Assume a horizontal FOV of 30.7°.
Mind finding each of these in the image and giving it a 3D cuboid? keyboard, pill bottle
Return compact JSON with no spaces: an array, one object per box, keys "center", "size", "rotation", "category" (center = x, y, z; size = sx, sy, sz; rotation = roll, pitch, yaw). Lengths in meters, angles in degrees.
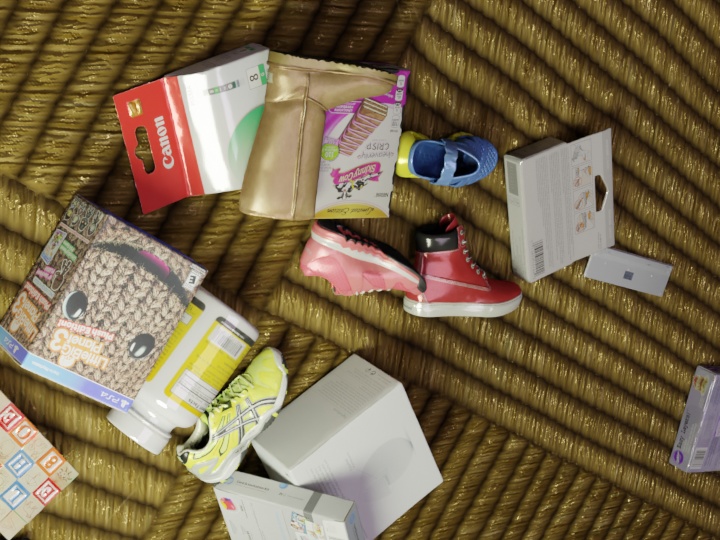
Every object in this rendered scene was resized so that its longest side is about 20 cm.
[{"center":[0.440,0.001,2.146],"size":[0.199,0.011,0.057],"rotation":[13,105,-38],"category":"keyboard"},{"center":[-0.226,0.125,1.644],"size":[0.200,0.111,0.111],"rotation":[-53,129,-7],"category":"pill bottle"}]

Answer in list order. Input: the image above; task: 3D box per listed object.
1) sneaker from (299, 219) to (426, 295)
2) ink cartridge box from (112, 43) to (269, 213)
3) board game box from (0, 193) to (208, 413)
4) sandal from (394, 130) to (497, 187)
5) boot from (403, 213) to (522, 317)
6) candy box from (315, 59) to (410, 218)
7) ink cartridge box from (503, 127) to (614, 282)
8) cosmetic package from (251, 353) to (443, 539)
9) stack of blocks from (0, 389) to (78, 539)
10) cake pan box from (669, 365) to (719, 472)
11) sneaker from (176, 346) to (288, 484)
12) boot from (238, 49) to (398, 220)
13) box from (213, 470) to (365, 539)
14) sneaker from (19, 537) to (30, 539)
[{"center":[0.000,0.000,1.795],"size":[0.199,0.074,0.087],"rotation":[25,104,-30],"category":"sneaker"},{"center":[-0.187,-0.169,1.601],"size":[0.199,0.050,0.162],"rotation":[-26,121,-28],"category":"ink cartridge box"},{"center":[-0.308,0.040,1.560],"size":[0.159,0.097,0.201],"rotation":[31,88,-39],"category":"board game box"},{"center":[0.132,-0.147,1.803],"size":[0.199,0.087,0.080],"rotation":[-9,112,-49],"category":"sandal"},{"center":[0.160,-0.010,1.901],"size":[0.199,0.072,0.145],"rotation":[0,106,-32],"category":"boot"},{"center":[-0.017,-0.171,1.713],"size":[0.136,0.061,0.201],"rotation":[-4,110,-35],"category":"candy box"},{"center":[0.302,-0.104,1.981],"size":[0.175,0.045,0.201],"rotation":[-22,119,-27],"category":"ink cartridge box"},{"center":[-0.019,0.265,1.840],"size":[0.200,0.123,0.200],"rotation":[-37,125,-21],"category":"cosmetic package"},{"center":[-0.442,0.210,1.554],"size":[0.115,0.058,0.200],"rotation":[-43,127,-15],"category":"stack of blocks"},{"center":[0.659,0.273,2.383],"size":[0.183,0.052,0.201],"rotation":[3,105,-35],"category":"cake pan box"},{"center":[-0.166,0.188,1.735],"size":[0.076,0.075,0.201],"rotation":[34,85,-40],"category":"sneaker"},{"center":[-0.053,-0.162,1.621],"size":[0.174,0.066,0.201],"rotation":[6,104,-13],"category":"boot"},{"center":[-0.089,0.352,1.765],"size":[0.041,0.199,0.157],"rotation":[-57,146,-42],"category":"box"},{"center":[-0.487,0.351,1.578],"size":[0.199,0.066,0.079],"rotation":[9,90,-38],"category":"sneaker"}]
